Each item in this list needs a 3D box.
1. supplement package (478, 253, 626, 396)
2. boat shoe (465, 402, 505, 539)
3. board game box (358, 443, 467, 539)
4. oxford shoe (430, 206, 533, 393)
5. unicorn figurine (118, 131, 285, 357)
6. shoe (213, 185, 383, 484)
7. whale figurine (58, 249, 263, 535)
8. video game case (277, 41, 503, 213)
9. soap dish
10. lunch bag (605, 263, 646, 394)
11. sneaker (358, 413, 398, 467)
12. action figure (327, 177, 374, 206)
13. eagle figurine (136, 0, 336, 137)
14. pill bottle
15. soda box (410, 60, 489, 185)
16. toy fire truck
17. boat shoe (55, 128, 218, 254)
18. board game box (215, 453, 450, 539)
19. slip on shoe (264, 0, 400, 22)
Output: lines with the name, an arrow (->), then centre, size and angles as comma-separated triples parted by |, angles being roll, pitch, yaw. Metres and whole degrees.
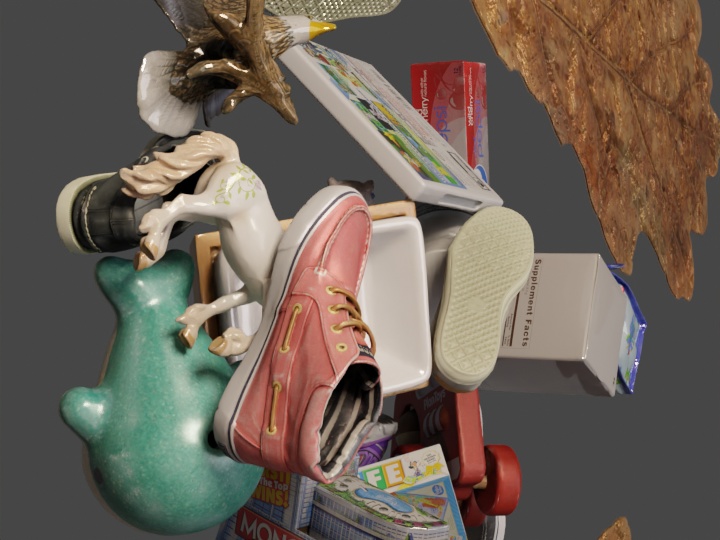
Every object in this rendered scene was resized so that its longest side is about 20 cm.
supplement package -> 0.167, 0.056, 1.444 | 0.121, 0.199, 0.120 | 45, 52, -56
boat shoe -> 0.108, 0.229, 1.474 | 0.068, 0.072, 0.201 | -28, 113, -62
board game box -> 0.026, 0.240, 1.212 | 0.200, 0.134, 0.034 | 74, -1, -48
oxford shoe -> 0.100, 0.024, 1.175 | 0.058, 0.075, 0.200 | 109, 0, -53
unicorn figurine -> -0.076, -0.006, 0.932 | 0.137, 0.074, 0.200 | -40, 128, -29
shoe -> -0.017, 0.041, 0.889 | 0.071, 0.091, 0.200 | 40, 67, -48
whale figurine -> -0.129, 0.083, 0.945 | 0.159, 0.104, 0.201 | -5, 86, -34
video game case -> 0.025, -0.128, 1.206 | 0.022, 0.200, 0.182 | -48, 159, 17
soap dish -> -0.042, 0.033, 1.084 | 0.200, 0.081, 0.158 | -11, 101, -31
lunch bag -> 0.228, 0.050, 1.599 | 0.200, 0.170, 0.128 | 51, 47, -49
sneaker -> -0.027, 0.169, 1.204 | 0.200, 0.080, 0.084 | 6, 97, -60
action figure -> 0.000, 0.000, 1.225 | 0.200, 0.104, 0.194 | -50, 142, -51
eagle figurine -> -0.094, -0.180, 1.026 | 0.151, 0.200, 0.152 | 19, 110, -27
pill bottle -> 0.085, -0.017, 1.317 | 0.200, 0.110, 0.111 | -75, 157, -69
soda box -> 0.097, -0.122, 1.452 | 0.070, 0.063, 0.201 | -13, 102, -63
toy fire truck -> 0.073, 0.158, 1.313 | 0.200, 0.112, 0.168 | 133, -43, -66
boat shoe -> -0.136, -0.060, 0.987 | 0.199, 0.066, 0.075 | -27, 114, -60
board game box -> -0.032, 0.201, 1.005 | 0.062, 0.200, 0.200 | -4, 106, -45
slip on shoe -> -0.038, -0.259, 1.194 | 0.200, 0.061, 0.074 | -13, 135, -51
